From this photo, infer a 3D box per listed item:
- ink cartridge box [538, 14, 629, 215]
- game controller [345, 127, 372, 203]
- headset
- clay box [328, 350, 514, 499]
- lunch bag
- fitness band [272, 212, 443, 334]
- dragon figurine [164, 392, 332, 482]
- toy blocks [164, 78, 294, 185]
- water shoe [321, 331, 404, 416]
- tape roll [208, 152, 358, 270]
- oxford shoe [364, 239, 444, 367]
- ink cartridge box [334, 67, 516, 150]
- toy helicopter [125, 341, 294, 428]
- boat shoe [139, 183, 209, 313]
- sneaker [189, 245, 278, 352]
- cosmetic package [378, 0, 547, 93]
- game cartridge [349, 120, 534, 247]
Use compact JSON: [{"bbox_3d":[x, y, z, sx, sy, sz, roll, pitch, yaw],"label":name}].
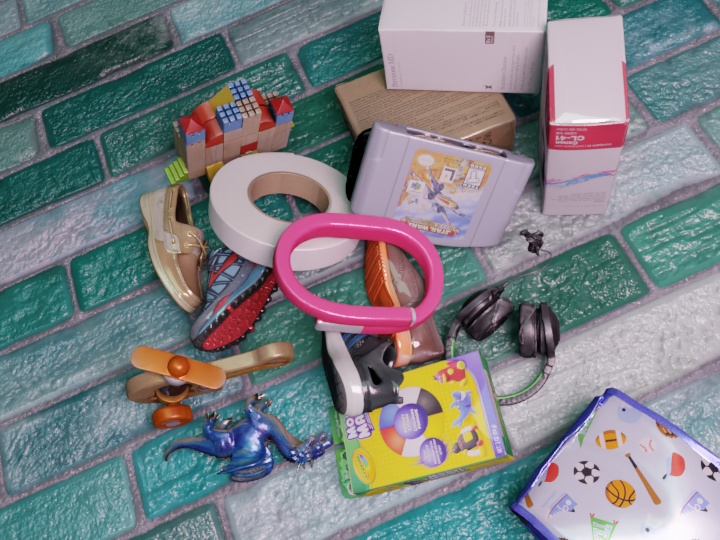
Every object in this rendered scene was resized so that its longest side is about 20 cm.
[{"bbox_3d":[0.258,-0.174,0.779,0.085,0.200,0.148,0,65,11],"label":"ink cartridge box"},{"bbox_3d":[0.083,-0.114,0.819,0.199,0.042,0.105,8,108,-10],"label":"game controller"},{"bbox_3d":[0.171,0.055,0.749,0.123,0.094,0.200,19,82,18],"label":"headset"},{"bbox_3d":[0.054,0.173,0.721,0.200,0.048,0.115,-20,62,15],"label":"clay box"},{"bbox_3d":[0.270,0.237,0.633,0.200,0.124,0.170,40,79,16],"label":"lunch bag"},{"bbox_3d":[0.000,0.000,0.743,0.199,0.037,0.144,4,58,-16],"label":"fitness band"},{"bbox_3d":[-0.135,0.208,0.753,0.200,0.059,0.100,-22,63,-2],"label":"dragon figurine"},{"bbox_3d":[-0.170,-0.195,0.878,0.200,0.137,0.100,-23,79,-19],"label":"toy blocks"},{"bbox_3d":[0.000,0.100,0.742,0.079,0.072,0.200,-2,24,-9],"label":"water shoe"},{"bbox_3d":[-0.092,-0.081,0.838,0.202,0.037,0.203,9,42,-8],"label":"tape roll"},{"bbox_3d":[0.052,0.024,0.811,0.073,0.071,0.201,-2,63,-18],"label":"oxford shoe"},{"bbox_3d":[0.086,-0.208,0.896,0.200,0.075,0.165,-21,62,1],"label":"ink cartridge box"},{"bbox_3d":[-0.176,0.115,0.763,0.199,0.132,0.079,-16,66,1],"label":"toy helicopter"},{"bbox_3d":[-0.242,-0.038,0.878,0.066,0.074,0.200,-27,64,3],"label":"boat shoe"},{"bbox_3d":[-0.162,0.016,0.846,0.095,0.079,0.200,22,62,25],"label":"sneaker"},{"bbox_3d":[0.128,-0.290,0.825,0.199,0.113,0.081,3,65,12],"label":"cosmetic package"},{"bbox_3d":[0.095,-0.096,0.793,0.199,0.133,0.042,11,28,-10],"label":"game cartridge"}]
